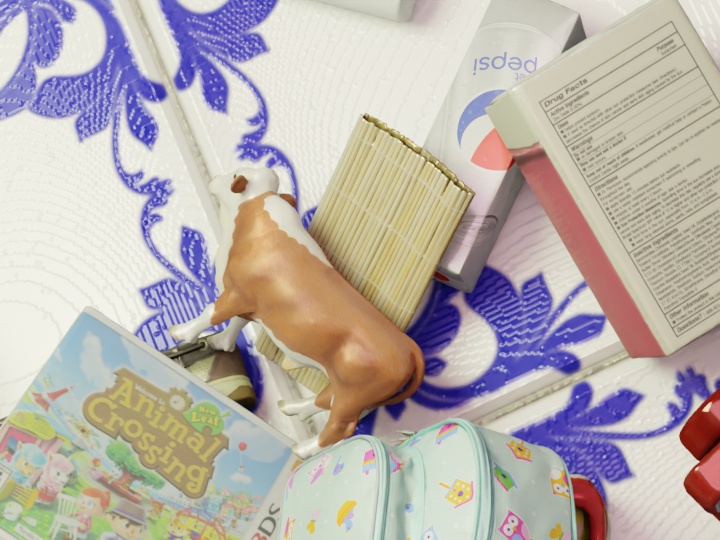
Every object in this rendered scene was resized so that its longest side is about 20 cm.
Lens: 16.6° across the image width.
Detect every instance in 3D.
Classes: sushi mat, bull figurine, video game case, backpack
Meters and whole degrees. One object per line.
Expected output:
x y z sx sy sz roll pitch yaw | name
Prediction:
0.000 0.000 1.662 0.095 0.012 0.201 36 119 18 | sushi mat
-0.049 0.026 1.644 0.200 0.065 0.122 45 109 10 | bull figurine
-0.140 0.142 1.603 0.199 0.022 0.183 33 53 -2 | video game case
0.038 0.184 1.544 0.200 0.153 0.177 -29 44 42 | backpack

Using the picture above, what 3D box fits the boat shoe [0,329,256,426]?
-0.173 0.092 1.704 0.199 0.073 0.065 -13 70 -2 | boat shoe

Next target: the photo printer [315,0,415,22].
-0.038 -0.278 1.756 0.199 0.069 0.167 17 81 14 | photo printer

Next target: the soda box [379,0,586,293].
0.086 -0.091 1.691 0.063 0.068 0.201 24 82 15 | soda box

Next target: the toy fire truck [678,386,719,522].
0.290 0.087 1.558 0.200 0.168 0.112 -41 74 0 | toy fire truck

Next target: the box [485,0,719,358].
0.189 -0.058 1.607 0.127 0.109 0.201 -31 91 -7 | box

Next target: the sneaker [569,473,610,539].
0.114 0.228 1.599 0.076 0.085 0.201 12 80 3 | sneaker
